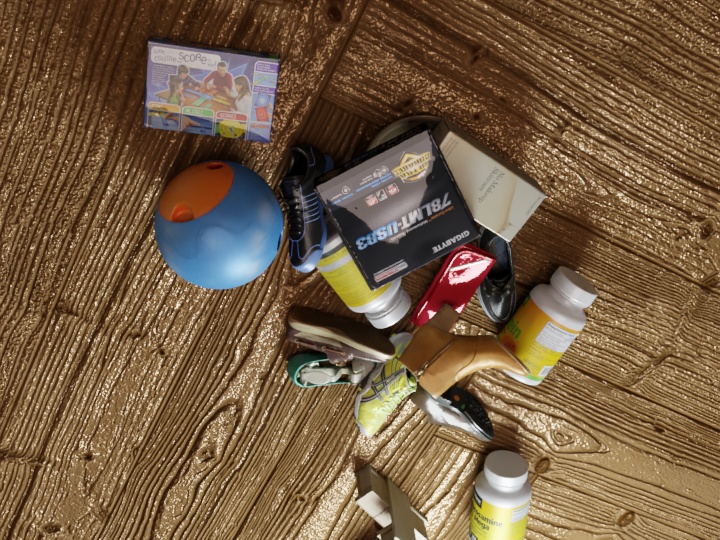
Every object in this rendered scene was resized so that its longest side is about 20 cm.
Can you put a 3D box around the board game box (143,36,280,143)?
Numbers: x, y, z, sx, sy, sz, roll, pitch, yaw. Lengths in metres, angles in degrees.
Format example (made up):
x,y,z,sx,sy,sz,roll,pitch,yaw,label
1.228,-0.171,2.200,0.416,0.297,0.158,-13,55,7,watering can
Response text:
x,y,z,sx,sy,sz,roll,pitch,yaw,label
-0.231,-0.279,1.355,0.199,0.034,0.136,7,115,-9,board game box

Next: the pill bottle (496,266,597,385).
x,y,z,sx,sy,sz,roll,pitch,yaw,label
0.329,0.095,1.556,0.111,0.111,0.200,26,112,-17,pill bottle

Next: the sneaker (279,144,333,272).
x,y,z,sx,sy,sz,roll,pitch,yaw,label
-0.097,-0.101,1.389,0.078,0.070,0.201,17,75,-47,sneaker

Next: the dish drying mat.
x,y,z,sx,sy,sz,roll,pitch,yaw,label
0.159,0.037,1.534,0.076,0.018,0.200,21,127,-9,dish drying mat

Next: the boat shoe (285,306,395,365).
x,y,z,sx,sy,sz,roll,pitch,yaw,label
-0.038,0.130,1.554,0.199,0.072,0.072,17,118,-1,boat shoe

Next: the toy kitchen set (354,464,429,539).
x,y,z,sx,sy,sz,roll,pitch,yaw,label
0.021,0.536,1.721,0.180,0.163,0.200,-37,114,13,toy kitchen set

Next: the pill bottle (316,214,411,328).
x,y,z,sx,sy,sz,roll,pitch,yaw,label
0.000,0.000,1.476,0.111,0.111,0.200,-33,115,11,pill bottle

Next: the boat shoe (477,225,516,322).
x,y,z,sx,sy,sz,roll,pitch,yaw,label
0.239,0.011,1.535,0.068,0.057,0.201,-11,117,0,boat shoe

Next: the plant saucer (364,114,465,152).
x,y,z,sx,sy,sz,roll,pitch,yaw,label
0.097,-0.164,1.449,0.199,0.030,0.201,-2,117,-4,plant saucer

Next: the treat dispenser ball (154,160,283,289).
x,y,z,sx,sy,sz,roll,pitch,yaw,label
-0.221,-0.071,1.368,0.200,0.201,0.202,-2,117,-4,treat dispenser ball

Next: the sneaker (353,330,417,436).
x,y,z,sx,sy,sz,roll,pitch,yaw,label
0.054,0.209,1.568,0.075,0.076,0.201,21,95,-49,sneaker

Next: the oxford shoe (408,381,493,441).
x,y,z,sx,sy,sz,roll,pitch,yaw,label
0.172,0.267,1.661,0.200,0.073,0.084,39,124,-19,oxford shoe

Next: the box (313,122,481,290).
x,y,z,sx,sy,sz,roll,pitch,yaw,label
0.058,-0.096,1.356,0.199,0.050,0.199,-26,112,7,box

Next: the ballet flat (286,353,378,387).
x,y,z,sx,sy,sz,roll,pitch,yaw,label
-0.034,0.184,1.589,0.199,0.070,0.068,-4,117,-4,ballet flat

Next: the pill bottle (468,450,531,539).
x,y,z,sx,sy,sz,roll,pitch,yaw,label
0.279,0.463,1.737,0.112,0.113,0.201,0,116,-5,pill bottle

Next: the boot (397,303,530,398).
x,y,z,sx,sy,sz,roll,pitch,yaw,label
0.176,0.167,1.511,0.201,0.071,0.144,35,86,13,boot

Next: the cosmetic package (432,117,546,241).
x,y,z,sx,sy,sz,roll,pitch,yaw,label
0.187,-0.145,1.412,0.199,0.073,0.104,29,110,-18,cosmetic package
